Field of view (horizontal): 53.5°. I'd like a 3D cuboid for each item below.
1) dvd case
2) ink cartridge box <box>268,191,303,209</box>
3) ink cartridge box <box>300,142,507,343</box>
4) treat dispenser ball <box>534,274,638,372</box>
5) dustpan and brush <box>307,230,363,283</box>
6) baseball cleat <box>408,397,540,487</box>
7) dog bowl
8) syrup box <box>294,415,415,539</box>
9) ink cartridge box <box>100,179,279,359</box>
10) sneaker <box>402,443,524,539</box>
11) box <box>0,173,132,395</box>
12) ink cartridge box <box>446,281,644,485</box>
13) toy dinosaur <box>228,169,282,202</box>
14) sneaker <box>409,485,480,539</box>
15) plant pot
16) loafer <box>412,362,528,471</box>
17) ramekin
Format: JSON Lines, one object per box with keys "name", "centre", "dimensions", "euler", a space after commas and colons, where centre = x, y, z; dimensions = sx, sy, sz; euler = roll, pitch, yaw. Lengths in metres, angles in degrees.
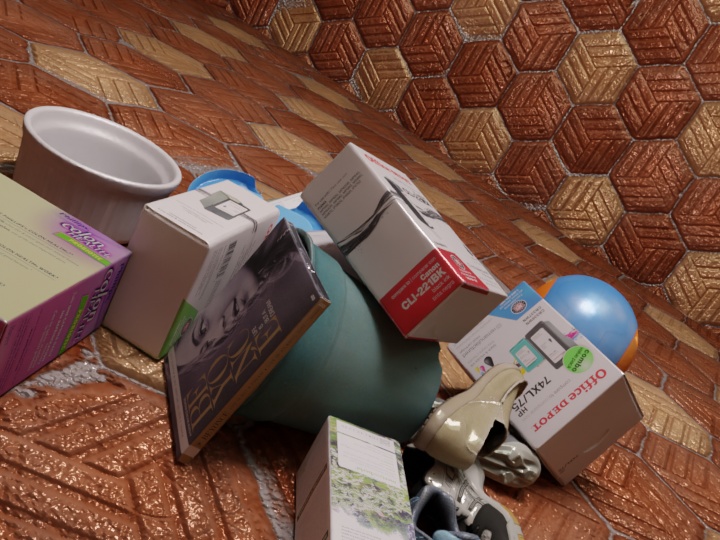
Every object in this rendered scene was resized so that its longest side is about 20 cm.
{"name": "dvd case", "centre": [-0.115, 0.059, 0.665], "dimensions": [0.016, 0.200, 0.149], "euler": [33, 15, -33]}
{"name": "ink cartridge box", "centre": [-0.087, -0.015, 0.995], "dimensions": [0.162, 0.057, 0.200], "euler": [-22, 64, -32]}
{"name": "ink cartridge box", "centre": [0.047, -0.026, 0.761], "dimensions": [0.200, 0.084, 0.144], "euler": [52, 17, 24]}
{"name": "treat dispenser ball", "centre": [0.371, 0.109, 1.228], "dimensions": [0.200, 0.201, 0.201], "euler": [26, 20, -10]}
{"name": "dustpan and brush", "centre": [0.000, 0.000, 0.855], "dimensions": [0.139, 0.058, 0.200], "euler": [-7, 18, -41]}
{"name": "baseball cleat", "centre": [0.123, 0.203, 0.878], "dimensions": [0.199, 0.070, 0.106], "euler": [31, 5, -11]}
{"name": "dog bowl", "centre": [-0.138, -0.060, 0.954], "dimensions": [0.199, 0.050, 0.112], "euler": [26, 47, 4]}
{"name": "syrup box", "centre": [-0.007, 0.221, 0.600], "dimensions": [0.078, 0.082, 0.200], "euler": [23, 21, -13]}
{"name": "ink cartridge box", "centre": [-0.185, -0.010, 0.809], "dimensions": [0.084, 0.146, 0.200], "euler": [30, 19, 6]}
{"name": "sneaker", "centre": [0.092, 0.245, 0.715], "dimensions": [0.087, 0.076, 0.200], "euler": [15, 15, -19]}
{"name": "box", "centre": [-0.339, 0.004, 0.633], "dimensions": [0.175, 0.097, 0.200], "euler": [30, 20, 0]}
{"name": "ink cartridge box", "centre": [0.248, 0.151, 0.967], "dimensions": [0.200, 0.147, 0.146], "euler": [49, 0, 44]}
{"name": "toy dinosaur", "centre": [-0.136, -0.075, 1.101], "dimensions": [0.199, 0.103, 0.077], "euler": [9, 28, -43]}
{"name": "sneaker", "centre": [0.064, 0.259, 0.586], "dimensions": [0.079, 0.096, 0.200], "euler": [21, 22, -22]}
{"name": "plant pot", "centre": [-0.032, 0.088, 0.748], "dimensions": [0.196, 0.201, 0.200], "euler": [29, 18, -27]}
{"name": "loafer", "centre": [0.132, 0.163, 0.779], "dimensions": [0.068, 0.076, 0.200], "euler": [45, 37, 20]}
{"name": "ramekin", "centre": [-0.344, -0.120, 0.923], "dimensions": [0.200, 0.098, 0.201], "euler": [26, 20, -10]}
